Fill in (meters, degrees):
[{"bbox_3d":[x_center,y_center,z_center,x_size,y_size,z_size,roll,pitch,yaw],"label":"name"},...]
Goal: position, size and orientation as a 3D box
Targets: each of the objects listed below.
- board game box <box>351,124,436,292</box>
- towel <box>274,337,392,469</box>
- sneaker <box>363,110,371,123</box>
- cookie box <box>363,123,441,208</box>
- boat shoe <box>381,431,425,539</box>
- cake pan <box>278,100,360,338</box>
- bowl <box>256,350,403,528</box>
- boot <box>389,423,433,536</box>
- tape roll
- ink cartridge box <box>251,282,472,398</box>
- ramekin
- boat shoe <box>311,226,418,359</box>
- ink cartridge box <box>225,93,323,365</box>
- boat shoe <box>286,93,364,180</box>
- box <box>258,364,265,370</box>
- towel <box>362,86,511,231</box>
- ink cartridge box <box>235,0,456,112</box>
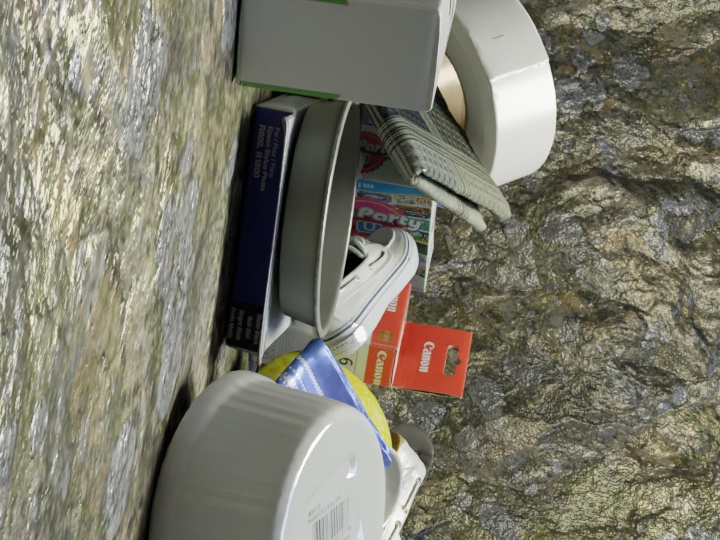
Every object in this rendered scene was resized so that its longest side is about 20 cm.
[{"bbox_3d":[0.001,-0.064,1.783,0.201,0.146,0.065,91,10,-61],"label":"board game box"},{"bbox_3d":[-0.056,0.169,1.452,0.200,0.024,0.146,-51,129,-32],"label":"towel"},{"bbox_3d":[0.019,-0.230,1.878,0.075,0.114,0.202,91,9,-66],"label":"sneaker"},{"bbox_3d":[0.033,-0.172,1.968,0.171,0.075,0.202,4,-97,60],"label":"cookie box"},{"bbox_3d":[0.007,0.250,1.697,0.071,0.069,0.201,0,-125,53],"label":"boat shoe"},{"bbox_3d":[-0.033,-0.047,1.505,0.200,0.036,0.203,8,90,-85],"label":"cake pan"},{"bbox_3d":[-0.028,0.178,1.592,0.199,0.107,0.202,-24,120,-49],"label":"bowl"},{"bbox_3d":[-0.008,0.252,1.806,0.200,0.077,0.138,-51,-177,-25],"label":"boot"},{"bbox_3d":[0.100,-0.176,1.743,0.202,0.070,0.204,45,-36,45],"label":"tape roll"},{"bbox_3d":[0.006,0.053,1.722,0.109,0.198,0.051,-76,175,-55],"label":"ink cartridge box"},{"bbox_3d":[-0.060,0.179,1.329,0.200,0.097,0.203,-29,123,-58],"label":"ramekin"},{"bbox_3d":[0.000,0.000,1.665,0.067,0.073,0.200,58,26,-18],"label":"boat shoe"},{"bbox_3d":[-0.074,-0.039,1.509,0.200,0.040,0.202,-54,152,-80],"label":"ink cartridge box"},{"bbox_3d":[-0.030,-0.097,1.639,0.074,0.068,0.202,22,-73,50],"label":"boat shoe"},{"bbox_3d":[-0.093,0.162,1.716,0.201,0.038,0.042,-76,174,-53],"label":"box"},{"bbox_3d":[0.045,-0.130,1.615,0.200,0.034,0.194,22,35,-60],"label":"towel"},{"bbox_3d":[-0.003,-0.204,1.382,0.201,0.144,0.085,-76,173,-59],"label":"ink cartridge box"}]
